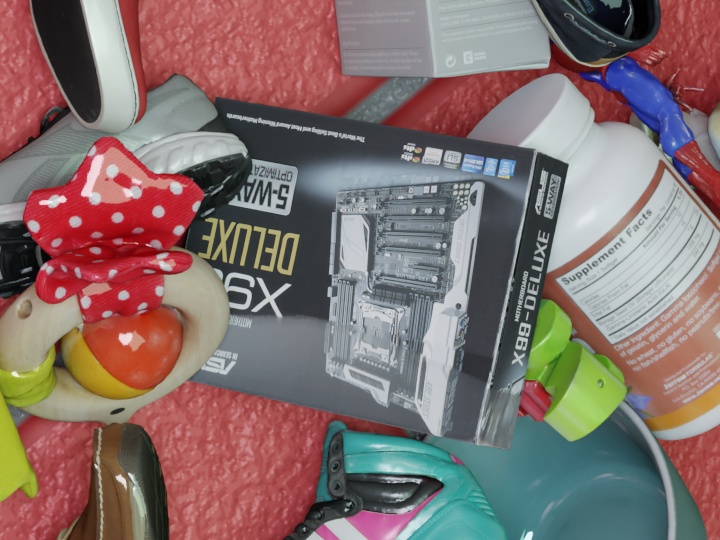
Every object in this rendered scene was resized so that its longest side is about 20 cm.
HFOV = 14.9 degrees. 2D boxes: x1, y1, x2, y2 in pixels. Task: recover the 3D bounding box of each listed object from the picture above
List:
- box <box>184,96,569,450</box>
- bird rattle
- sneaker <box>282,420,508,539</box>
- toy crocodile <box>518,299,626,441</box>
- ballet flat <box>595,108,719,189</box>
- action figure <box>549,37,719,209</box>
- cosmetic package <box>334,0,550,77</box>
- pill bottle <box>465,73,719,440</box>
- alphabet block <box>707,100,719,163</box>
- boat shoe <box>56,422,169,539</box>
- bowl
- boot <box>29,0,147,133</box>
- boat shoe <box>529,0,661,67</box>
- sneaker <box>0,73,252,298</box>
[{"bbox_3d":[0.000,0.000,1.482,0.050,0.199,0.158,15,87,-63],"label":"box"},{"bbox_3d":[-0.140,0.022,1.430,0.200,0.113,0.163,-48,145,19],"label":"bird rattle"},{"bbox_3d":[-0.018,0.149,1.548,0.199,0.084,0.121,-15,59,4],"label":"sneaker"},{"bbox_3d":[0.081,0.052,1.524,0.068,0.200,0.062,45,74,-31],"label":"toy crocodile"},{"bbox_3d":[0.161,-0.063,1.640,0.199,0.069,0.070,-22,104,-22],"label":"ballet flat"},{"bbox_3d":[0.160,-0.106,1.577,0.052,0.200,0.065,-47,150,2],"label":"action figure"},{"bbox_3d":[0.037,-0.209,1.532,0.090,0.107,0.201,-8,100,-30],"label":"cosmetic package"},{"bbox_3d":[0.144,-0.010,1.544,0.112,0.112,0.200,-47,108,-17],"label":"pill bottle"},{"bbox_3d":[0.354,-0.073,1.629,0.196,0.199,0.196,62,39,-20],"label":"alphabet block"},{"bbox_3d":[-0.138,0.173,1.457,0.074,0.076,0.201,0,121,-1],"label":"boat shoe"},{"bbox_3d":[0.121,0.167,1.577,0.105,0.200,0.202,23,83,-47],"label":"bowl"},{"bbox_3d":[-0.106,-0.176,1.460,0.144,0.072,0.201,-8,82,-31],"label":"boot"},{"bbox_3d":[0.097,-0.193,1.473,0.075,0.062,0.200,-45,114,-19],"label":"boat shoe"},{"bbox_3d":[-0.161,-0.045,1.465,0.200,0.074,0.080,-21,65,-17],"label":"sneaker"}]
